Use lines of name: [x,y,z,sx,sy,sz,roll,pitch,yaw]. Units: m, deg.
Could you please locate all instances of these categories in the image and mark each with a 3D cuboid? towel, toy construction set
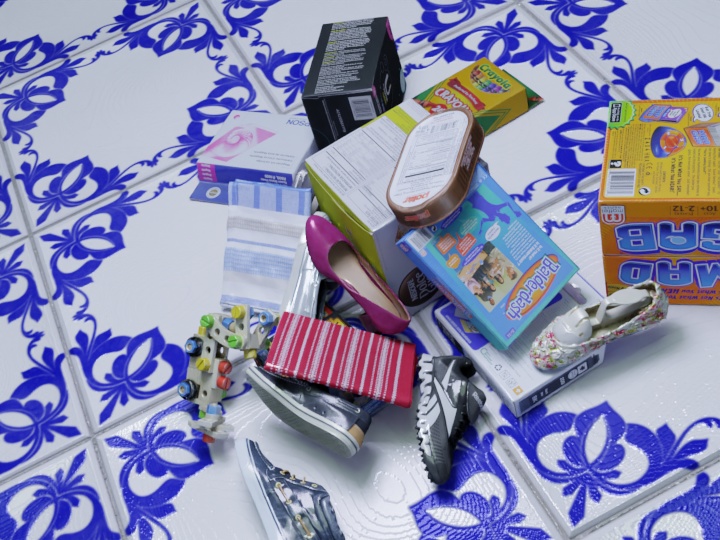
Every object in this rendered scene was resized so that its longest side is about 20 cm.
towel: [-0.021,0.119,1.443,0.198,0.023,0.145,15,27,-1]
towel: [-0.145,-0.032,1.636,0.146,0.202,0.024,9,9,24]
toy construction set: [-0.193,0.141,1.515,0.130,0.092,0.201,10,77,32]

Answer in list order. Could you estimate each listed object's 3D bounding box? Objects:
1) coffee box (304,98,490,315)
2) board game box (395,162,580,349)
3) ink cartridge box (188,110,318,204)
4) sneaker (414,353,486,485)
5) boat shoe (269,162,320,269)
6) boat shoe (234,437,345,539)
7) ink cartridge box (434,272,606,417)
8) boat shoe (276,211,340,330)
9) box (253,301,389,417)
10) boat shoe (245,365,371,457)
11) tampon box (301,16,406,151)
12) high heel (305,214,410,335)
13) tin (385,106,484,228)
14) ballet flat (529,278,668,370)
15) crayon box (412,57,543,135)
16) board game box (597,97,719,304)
coffee box: [0.065,-0.089,1.588,0.197,0.200,0.200,-32,48,-12]
board game box: [0.169,-0.018,1.437,0.152,0.045,0.200,-45,93,-12]
ink cartridge box: [-0.179,-0.196,1.879,0.195,0.043,0.201,8,50,24]
sneaker: [0.120,0.185,1.410,0.090,0.067,0.201,-9,44,13]
boat shoe: [-0.110,-0.073,1.668,0.062,0.073,0.201,32,101,7]
boat shoe: [-0.091,0.286,1.388,0.090,0.071,0.201,-25,53,-7]
ink cartridge box: [0.236,0.077,1.487,0.199,0.044,0.198,-31,48,-10]
boat shoe: [-0.061,0.013,1.558,0.071,0.070,0.202,10,71,14]
box: [-0.047,0.141,1.523,0.137,0.040,0.200,-35,47,-16]
boat shoe: [-0.069,0.174,1.425,0.199,0.075,0.062,26,60,31]
tampon box: [-0.007,-0.310,1.851,0.125,0.150,0.201,-2,48,17]
high heel: [0.000,0.000,1.495,0.067,0.201,0.096,-40,8,-30]
tin: [0.098,-0.141,1.441,0.111,0.042,0.201,-13,42,36]
ballet flat: [0.308,0.063,1.408,0.199,0.064,0.076,-25,49,-5]
crayon box: [0.194,-0.287,1.835,0.199,0.051,0.127,-31,46,-12]
board game box: [0.436,-0.093,1.471,0.198,0.201,0.201,1,48,19]
